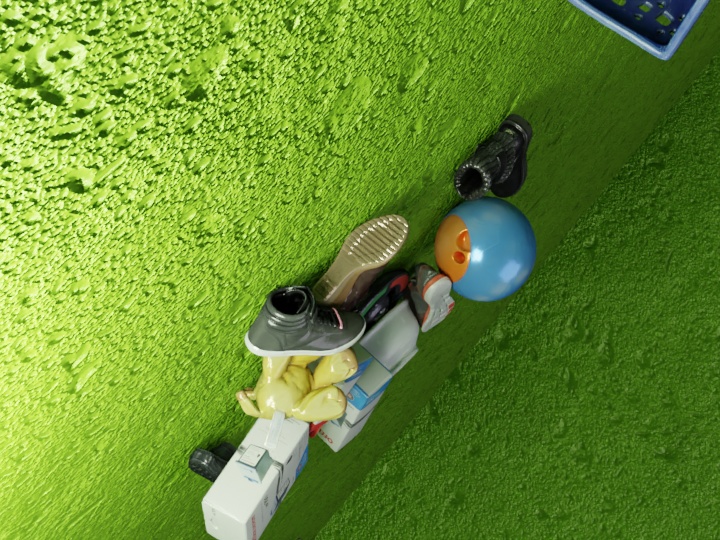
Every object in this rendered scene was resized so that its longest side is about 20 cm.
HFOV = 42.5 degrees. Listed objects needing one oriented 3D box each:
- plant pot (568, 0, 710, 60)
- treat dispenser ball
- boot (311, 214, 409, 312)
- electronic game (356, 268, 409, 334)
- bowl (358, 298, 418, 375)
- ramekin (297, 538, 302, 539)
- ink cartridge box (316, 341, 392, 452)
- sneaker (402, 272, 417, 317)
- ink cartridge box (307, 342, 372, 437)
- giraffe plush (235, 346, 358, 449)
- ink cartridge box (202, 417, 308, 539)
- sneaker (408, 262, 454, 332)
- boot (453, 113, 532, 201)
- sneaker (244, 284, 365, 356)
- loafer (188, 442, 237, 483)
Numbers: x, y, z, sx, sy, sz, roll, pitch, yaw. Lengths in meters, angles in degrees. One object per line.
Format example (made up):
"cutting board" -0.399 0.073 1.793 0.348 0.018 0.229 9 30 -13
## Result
"plant pot" 0.450 -0.469 1.372 0.180 0.199 0.201 -45 165 -35
"treat dispenser ball" 0.241 -0.042 1.797 0.201 0.201 0.201 -44 165 -16
"boot" 0.000 0.000 1.475 0.200 0.072 0.166 -41 166 -4
"electronic game" 0.025 0.077 1.780 0.200 0.042 0.200 -45 164 -16
"bowl" 0.052 0.158 1.843 0.201 0.090 0.201 -42 171 -8
"ramekin" -0.251 1.068 3.316 0.202 0.094 0.203 -44 164 -16
"ink cartridge box" -0.044 0.221 1.728 0.086 0.146 0.201 -36 161 -42
"sneaker" 0.129 0.037 1.972 0.201 0.072 0.086 84 18 -62
"ink cartridge box" -0.084 0.193 1.605 0.201 0.116 0.067 -55 164 21
"giraffe plush" -0.112 0.180 1.469 0.201 0.172 0.162 -57 -172 -11
"ink cartridge box" -0.171 0.348 1.549 0.201 0.085 0.147 -57 165 -33
"sneaker" 0.134 0.046 1.822 0.077 0.082 0.201 -32 154 -19
"boot" 0.236 -0.171 1.693 0.158 0.079 0.212 -50 156 -25
"sneaker" -0.065 0.069 1.351 0.198 0.071 0.100 -5 140 -32
"loafer" -0.244 0.328 1.594 0.201 0.067 0.071 71 40 -68
